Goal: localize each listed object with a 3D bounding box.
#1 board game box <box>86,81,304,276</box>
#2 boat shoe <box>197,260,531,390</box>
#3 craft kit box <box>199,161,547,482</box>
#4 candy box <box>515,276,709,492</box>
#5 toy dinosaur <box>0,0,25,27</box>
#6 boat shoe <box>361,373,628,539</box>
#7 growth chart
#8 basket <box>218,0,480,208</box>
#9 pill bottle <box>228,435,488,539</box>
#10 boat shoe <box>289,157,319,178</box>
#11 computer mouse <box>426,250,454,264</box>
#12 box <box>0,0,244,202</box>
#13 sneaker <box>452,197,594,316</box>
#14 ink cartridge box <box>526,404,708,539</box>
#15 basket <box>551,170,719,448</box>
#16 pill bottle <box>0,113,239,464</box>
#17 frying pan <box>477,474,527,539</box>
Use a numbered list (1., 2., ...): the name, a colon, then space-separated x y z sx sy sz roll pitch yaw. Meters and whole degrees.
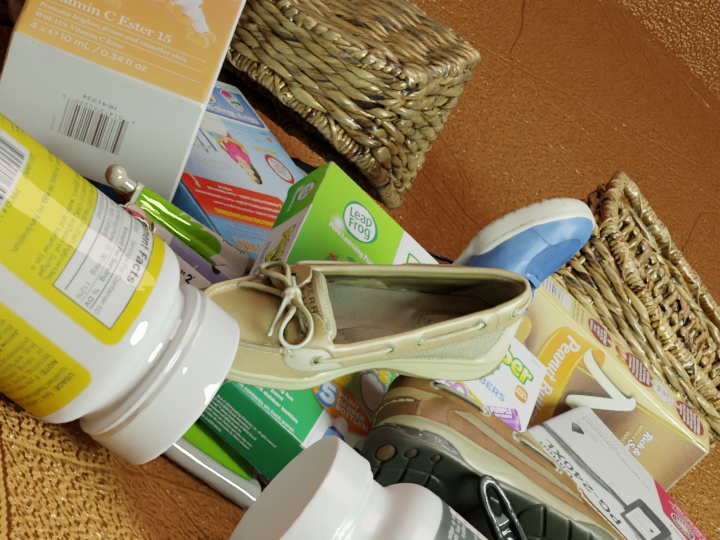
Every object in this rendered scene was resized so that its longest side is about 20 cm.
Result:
1. board game box: -0.100 -0.051 1.733 0.196 0.056 0.200 54 19 24
2. boat shoe: -0.004 0.023 1.462 0.199 0.063 0.074 4 52 -18
3. craft kit box: 0.010 0.069 1.555 0.200 0.048 0.198 43 39 -19
4. candy box: 0.137 0.090 1.854 0.200 0.115 0.055 43 18 -6
5. toy dinosaur: -0.236 -0.183 1.731 0.088 0.047 0.200 39 18 -16
6. boat shoe: 0.088 0.124 1.514 0.200 0.076 0.074 37 39 -24
7. growth chart: -0.093 0.044 1.525 0.144 0.018 0.201 30 39 -33
8. basket: -0.043 -0.138 1.883 0.200 0.149 0.143 38 28 14
9. pill bottle: 0.031 0.186 1.391 0.200 0.116 0.116 42 17 -12
10. boat shoe: 0.002 -0.002 1.823 0.202 0.074 0.063 49 25 27
11. computer mouse: 0.095 0.049 1.959 0.200 0.053 0.138 50 17 15
12. box: -0.140 -0.157 1.634 0.124 0.098 0.201 20 46 -5
13. sneaker: 0.084 0.046 1.704 0.112 0.199 0.077 61 7 28
14. ink cartridge box: 0.142 0.177 1.722 0.145 0.083 0.200 48 17 10
15. basket: 0.220 0.039 1.983 0.201 0.149 0.143 55 -12 -10
16. pill bottle: -0.166 0.006 1.353 0.200 0.114 0.114 39 18 -20
17. frying pan: 0.122 0.199 1.489 0.114 0.191 0.031 -10 18 -26
